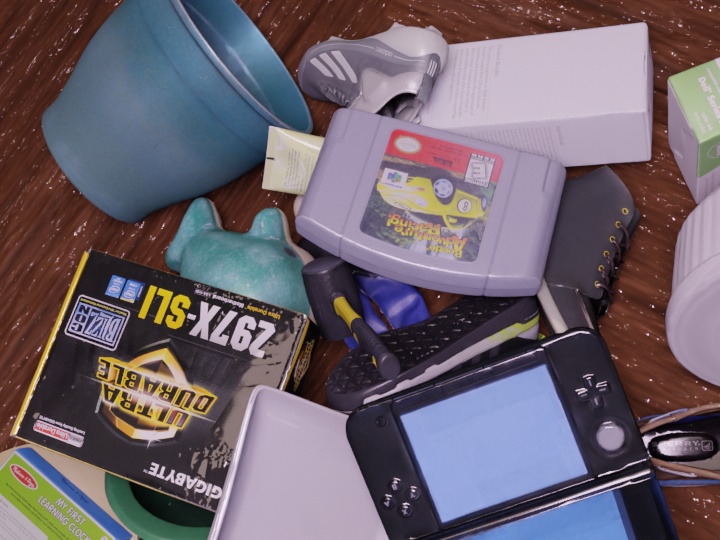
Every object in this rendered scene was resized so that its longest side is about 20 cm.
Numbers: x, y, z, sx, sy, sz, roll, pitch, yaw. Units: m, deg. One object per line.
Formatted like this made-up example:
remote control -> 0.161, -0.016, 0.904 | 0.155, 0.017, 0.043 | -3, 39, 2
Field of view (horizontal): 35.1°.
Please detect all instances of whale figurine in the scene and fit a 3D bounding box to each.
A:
whale figurine -> -0.119, 0.012, 0.983 | 0.200, 0.104, 0.159 | 45, 113, 37

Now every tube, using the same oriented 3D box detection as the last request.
tube -> 0.016, -0.081, 0.985 | 0.199, 0.052, 0.058 | 9, 99, -2

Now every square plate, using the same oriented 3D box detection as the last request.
square plate -> -0.036, 0.201, 0.839 | 0.028, 0.200, 0.199 | 5, 76, 49

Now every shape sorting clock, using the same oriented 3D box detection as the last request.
shape sorting clock -> -0.284, 0.243, 0.974 | 0.199, 0.039, 0.201 | -6, 63, 11

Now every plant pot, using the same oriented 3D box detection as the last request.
plant pot -> -0.178, -0.148, 1.034 | 0.188, 0.200, 0.200 | -36, 62, 14

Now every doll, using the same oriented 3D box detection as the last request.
doll -> 0.000, 0.000, 0.994 | 0.136, 0.048, 0.200 | -35, 57, 0

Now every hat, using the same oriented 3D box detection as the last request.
hat -> -0.127, 0.223, 0.952 | 0.199, 0.177, 0.166 | -11, 39, -14

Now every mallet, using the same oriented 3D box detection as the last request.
mallet -> -0.006, 0.031, 0.843 | 0.041, 0.200, 0.066 | -20, 100, -8

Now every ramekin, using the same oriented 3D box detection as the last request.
ramekin -> 0.321, 0.004, 0.827 | 0.202, 0.203, 0.095 | -5, 54, 14

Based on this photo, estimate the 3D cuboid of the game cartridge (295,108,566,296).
game cartridge -> 0.056, -0.051, 0.908 | 0.199, 0.041, 0.134 | 14, 64, 5

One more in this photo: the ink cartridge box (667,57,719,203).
ink cartridge box -> 0.354, -0.137, 0.914 | 0.199, 0.117, 0.068 | -21, 64, 7

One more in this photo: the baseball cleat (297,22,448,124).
baseball cleat -> -0.006, -0.159, 1.008 | 0.200, 0.070, 0.107 | -7, 59, 57

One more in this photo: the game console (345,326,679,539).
game console -> 0.099, 0.156, 0.771 | 0.199, 0.118, 0.171 | -21, 95, 11

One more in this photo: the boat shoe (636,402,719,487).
boat shoe -> 0.295, 0.129, 0.840 | 0.199, 0.072, 0.073 | -12, 75, 13

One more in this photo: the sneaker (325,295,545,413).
sneaker -> 0.069, 0.082, 0.896 | 0.199, 0.083, 0.072 | -23, 26, -22

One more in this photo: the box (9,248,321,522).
box -> -0.148, 0.086, 0.875 | 0.199, 0.049, 0.160 | 17, 77, 18

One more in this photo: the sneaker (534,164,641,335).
sneaker -> 0.192, 0.003, 0.924 | 0.106, 0.075, 0.201 | -22, 63, 5

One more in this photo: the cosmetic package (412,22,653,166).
cosmetic package -> 0.150, -0.146, 0.987 | 0.199, 0.074, 0.102 | -1, 58, 18
